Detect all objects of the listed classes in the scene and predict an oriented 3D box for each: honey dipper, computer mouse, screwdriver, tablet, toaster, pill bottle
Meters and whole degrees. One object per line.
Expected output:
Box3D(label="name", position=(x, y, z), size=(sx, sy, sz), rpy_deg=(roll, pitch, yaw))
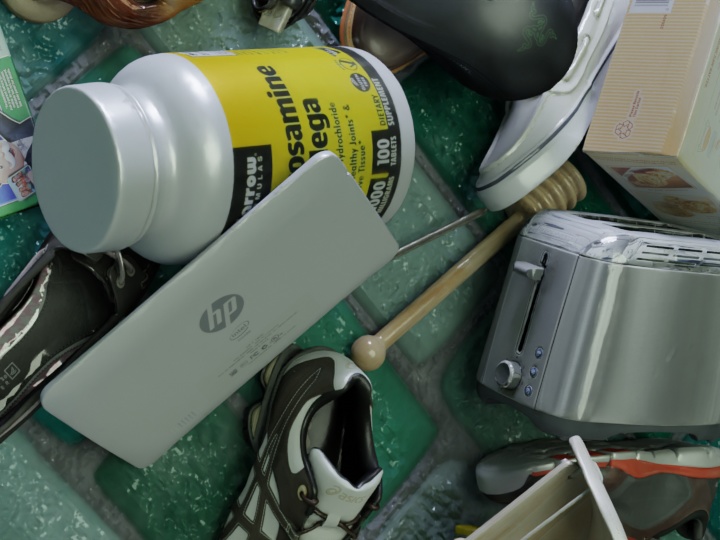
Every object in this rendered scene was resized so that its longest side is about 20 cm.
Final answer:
Box3D(label="honey dipper", position=(0.067, -0.002, 0.963), size=(0.200, 0.038, 0.038), rpy_deg=(-40, 107, -19))
Box3D(label="computer mouse", position=(0.044, -0.170, 0.885), size=(0.198, 0.053, 0.140), rpy_deg=(27, 89, -8))
Box3D(label="screwdriver", position=(0.000, 0.000, 0.931), size=(0.199, 0.029, 0.028), rpy_deg=(-28, 101, -30))
Box3D(label="tablet", position=(-0.071, 0.027, 0.814), size=(0.200, 0.014, 0.130), rpy_deg=(-41, 151, -1))
Box3D(label="toaster", position=(0.174, 0.035, 0.959), size=(0.198, 0.113, 0.131), rpy_deg=(5, 101, -33))
Box3D(label="pill bottle", position=(-0.074, -0.064, 0.817), size=(0.199, 0.112, 0.114), rpy_deg=(-11, 94, -42))

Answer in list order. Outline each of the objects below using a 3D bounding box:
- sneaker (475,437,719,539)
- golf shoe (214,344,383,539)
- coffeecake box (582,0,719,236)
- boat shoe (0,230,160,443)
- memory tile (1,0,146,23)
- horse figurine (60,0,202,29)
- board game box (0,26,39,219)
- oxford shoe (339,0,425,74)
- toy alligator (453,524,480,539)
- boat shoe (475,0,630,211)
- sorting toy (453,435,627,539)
Box3D(label="sneaker", position=(0.165, 0.156, 0.986), size=(0.198, 0.077, 0.083), rpy_deg=(3, 90, -28))
Box3D(label="golf shoe", position=(-0.034, 0.145, 0.867), size=(0.077, 0.094, 0.203), rpy_deg=(6, 87, -29))
Box3D(label="coffeecake box", position=(0.247, -0.105, 1.003), size=(0.199, 0.073, 0.155), rpy_deg=(32, 72, -46))
Box3D(label="boat shoe", position=(-0.166, 0.026, 0.817), size=(0.067, 0.057, 0.201), rpy_deg=(46, 69, -18))
Box3D(label="memory tile", position=(-0.129, -0.231, 0.869), size=(0.198, 0.017, 0.155), rpy_deg=(-14, 95, -28))
Box3D(label="horse figurine", position=(-0.098, -0.209, 0.841), size=(0.132, 0.050, 0.201), rpy_deg=(40, 79, -19))
Box3D(label="board game box", position=(-0.256, -0.111, 0.789), size=(0.134, 0.029, 0.202), rpy_deg=(-22, 99, -27))
Box3D(label="oxford shoe", position=(0.062, -0.200, 0.940), size=(0.071, 0.073, 0.200), rpy_deg=(47, 69, -20))
Box3D(label="toy alligator", position=(0.072, 0.194, 0.945), size=(0.198, 0.054, 0.060), rpy_deg=(8, 84, -28))
Box3D(label="boat shoe", position=(0.125, -0.127, 0.976), size=(0.066, 0.072, 0.201), rpy_deg=(44, 68, -15))
Box3D(label="sorting toy", position=(0.098, 0.231, 0.837), size=(0.199, 0.181, 0.107), rpy_deg=(-39, 124, 12))
